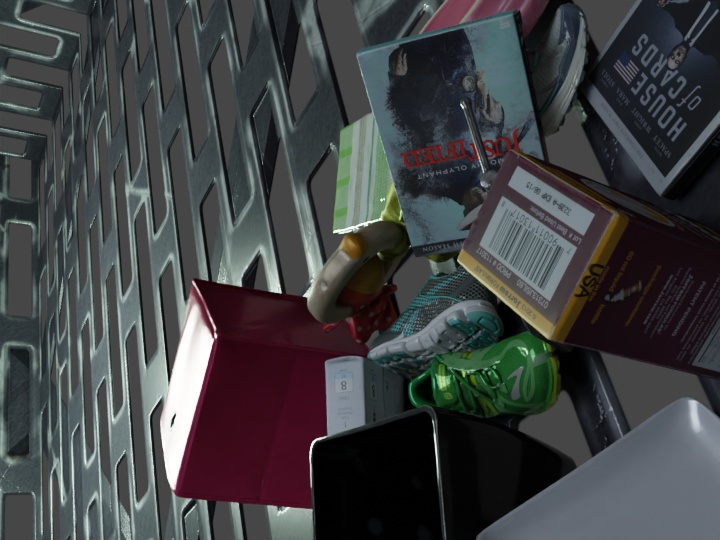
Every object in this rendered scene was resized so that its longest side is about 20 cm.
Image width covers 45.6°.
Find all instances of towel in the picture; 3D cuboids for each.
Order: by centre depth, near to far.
[{"bbox_3d":[0.026,-0.125,1.050,0.199,0.030,0.151,-8,74,61],"label":"towel"}]

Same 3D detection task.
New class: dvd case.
[{"bbox_3d":[0.262,-0.178,0.657,0.201,0.024,0.151,-58,38,35],"label":"dvd case"},{"bbox_3d":[0.090,-0.114,0.764,0.144,0.022,0.202,-7,116,22],"label":"dvd case"}]

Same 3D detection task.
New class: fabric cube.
[{"bbox_3d":[-0.123,0.147,1.049,0.196,0.198,0.202,-133,57,-64],"label":"fabric cube"}]

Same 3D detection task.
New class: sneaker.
[{"bbox_3d":[0.138,-0.148,0.777,0.078,0.085,0.202,-84,15,-67],"label":"sneaker"},{"bbox_3d":[0.110,0.105,0.784,0.200,0.083,0.075,-37,62,58],"label":"sneaker"},{"bbox_3d":[0.079,0.050,0.891,0.199,0.077,0.092,-31,42,50],"label":"sneaker"}]

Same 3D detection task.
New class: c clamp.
[{"bbox_3d":[0.139,-0.023,0.691,0.027,0.200,0.173,-17,64,22],"label":"c clamp"}]

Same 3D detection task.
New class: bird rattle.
[{"bbox_3d":[0.000,0.000,0.919,0.113,0.162,0.200,53,123,16],"label":"bird rattle"}]

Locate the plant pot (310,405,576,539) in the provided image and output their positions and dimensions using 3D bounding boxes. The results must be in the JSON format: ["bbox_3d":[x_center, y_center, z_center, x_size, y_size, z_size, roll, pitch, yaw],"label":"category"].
[{"bbox_3d":[0.083,0.234,0.723,0.199,0.176,0.203,-31,57,54],"label":"plant pot"}]

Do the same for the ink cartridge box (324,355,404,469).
[{"bbox_3d":[0.011,0.200,0.883,0.047,0.160,0.203,-8,74,15],"label":"ink cartridge box"}]

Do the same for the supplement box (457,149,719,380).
[{"bbox_3d":[0.181,0.000,0.578,0.110,0.198,0.086,47,117,51],"label":"supplement box"}]

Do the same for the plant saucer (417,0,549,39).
[{"bbox_3d":[0.100,-0.226,0.826,0.201,0.051,0.201,-47,18,20],"label":"plant saucer"}]

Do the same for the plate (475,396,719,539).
[{"bbox_3d":[0.206,0.200,0.560,0.200,0.199,0.032,50,170,51],"label":"plate"}]
